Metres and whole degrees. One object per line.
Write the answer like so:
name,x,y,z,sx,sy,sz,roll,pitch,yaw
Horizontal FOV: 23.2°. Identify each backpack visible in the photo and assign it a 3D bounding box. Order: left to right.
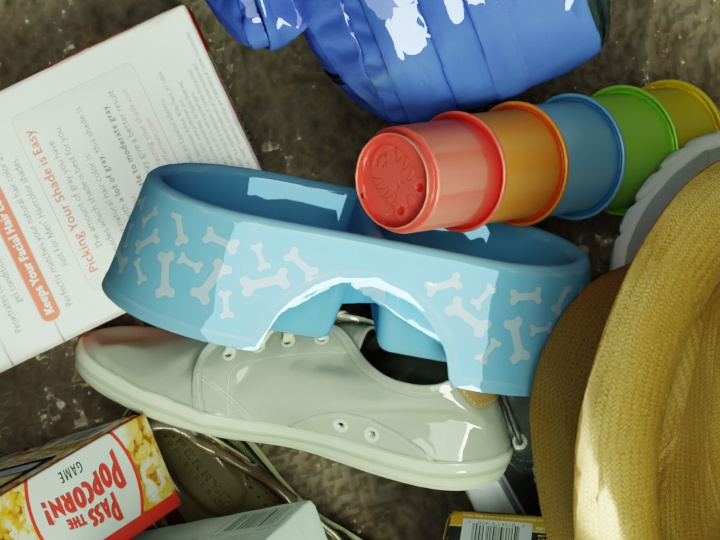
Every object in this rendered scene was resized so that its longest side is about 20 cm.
backpack,0.007,-0.157,0.727,0.167,0.163,0.201,-25,108,10

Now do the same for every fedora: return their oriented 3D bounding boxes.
fedora,0.120,0.056,0.652,0.200,0.082,0.202,-2,93,-42

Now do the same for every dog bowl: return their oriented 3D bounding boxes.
dog bowl,0.000,0.000,0.697,0.199,0.112,0.050,11,104,-5

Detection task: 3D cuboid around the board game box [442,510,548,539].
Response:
board game box,0.135,0.181,0.747,0.199,0.057,0.166,2,131,11

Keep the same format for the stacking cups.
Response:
stacking cups,0.074,-0.048,0.722,0.060,0.199,0.061,6,99,43

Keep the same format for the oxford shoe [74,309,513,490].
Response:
oxford shoe,-0.028,0.042,0.747,0.199,0.075,0.058,11,109,20

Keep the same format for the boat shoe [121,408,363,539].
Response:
boat shoe,-0.037,0.138,0.788,0.202,0.075,0.075,44,92,-5

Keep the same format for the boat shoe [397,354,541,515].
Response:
boat shoe,0.064,0.058,0.792,0.066,0.070,0.201,-26,88,2

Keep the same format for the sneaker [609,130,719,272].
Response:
sneaker,0.191,-0.024,0.738,0.199,0.082,0.075,-27,122,-24

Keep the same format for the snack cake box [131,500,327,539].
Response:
snack cake box,-0.116,0.160,0.726,0.199,0.115,0.068,-14,100,30

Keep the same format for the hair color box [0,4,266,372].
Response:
hair color box,-0.142,-0.025,0.778,0.199,0.064,0.111,-25,95,-1

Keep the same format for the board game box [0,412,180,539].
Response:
board game box,-0.190,0.125,0.696,0.151,0.200,0.047,-19,96,33
